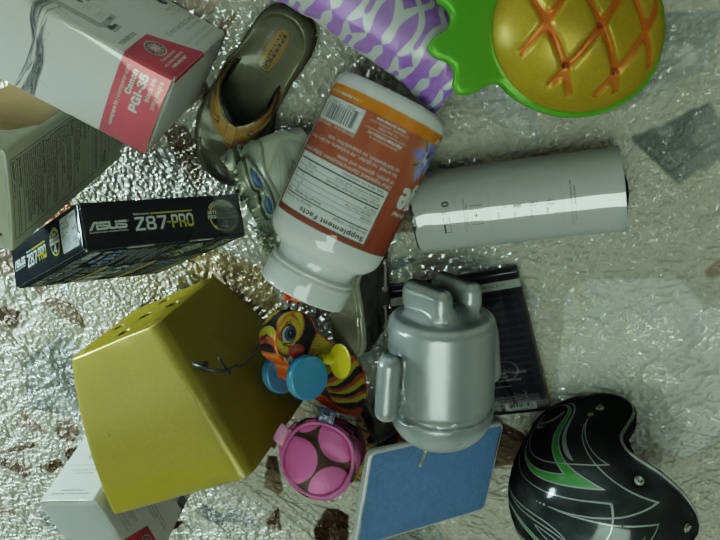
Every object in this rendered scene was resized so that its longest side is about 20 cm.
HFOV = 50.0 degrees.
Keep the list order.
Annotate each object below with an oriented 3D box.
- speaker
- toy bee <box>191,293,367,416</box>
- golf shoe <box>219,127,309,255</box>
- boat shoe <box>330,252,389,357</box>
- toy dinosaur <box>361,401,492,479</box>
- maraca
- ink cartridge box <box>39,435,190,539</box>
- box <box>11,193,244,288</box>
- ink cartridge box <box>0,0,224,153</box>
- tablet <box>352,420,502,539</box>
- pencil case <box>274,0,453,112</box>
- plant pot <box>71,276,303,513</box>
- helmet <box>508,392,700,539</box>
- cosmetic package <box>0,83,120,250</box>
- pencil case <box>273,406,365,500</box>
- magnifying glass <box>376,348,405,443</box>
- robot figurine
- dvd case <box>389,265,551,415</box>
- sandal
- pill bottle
[{"bbox_3d":[0.152,-0.067,0.741,0.199,0.081,0.082,-6,122,15],"label":"speaker"},{"bbox_3d":[-0.062,0.082,0.819,0.130,0.109,0.200,11,167,32],"label":"toy bee"},{"bbox_3d":[-0.065,-0.058,0.796,0.097,0.078,0.200,-31,142,-12],"label":"golf shoe"},{"bbox_3d":[0.000,0.000,0.840,0.067,0.057,0.201,21,126,31],"label":"boat shoe"},{"bbox_3d":[0.076,0.235,0.960,0.199,0.077,0.103,23,131,-1],"label":"toy dinosaur"},{"bbox_3d":[0.154,-0.196,0.629,0.199,0.107,0.138,3,97,-7],"label":"maraca"},{"bbox_3d":[-0.288,0.261,0.975,0.082,0.200,0.147,-7,121,19],"label":"ink cartridge box"},{"bbox_3d":[-0.232,-0.026,0.761,0.200,0.161,0.049,-17,82,50],"label":"box"},{"bbox_3d":[-0.243,-0.208,0.686,0.199,0.147,0.083,28,123,-8],"label":"ink cartridge box"},{"bbox_3d":[0.082,0.250,0.916,0.199,0.014,0.131,-4,112,-32],"label":"tablet"},{"bbox_3d":[0.006,-0.219,0.667,0.200,0.084,0.086,32,135,-11],"label":"pencil case"},{"bbox_3d":[-0.202,0.126,0.879,0.199,0.200,0.177,-20,104,25],"label":"plant pot"},{"bbox_3d":[0.266,0.256,0.863,0.199,0.191,0.201,6,125,8],"label":"helmet"},{"bbox_3d":[-0.303,-0.118,0.726,0.071,0.200,0.106,16,124,4],"label":"cosmetic package"},{"bbox_3d":[-0.042,0.204,0.883,0.093,0.091,0.200,23,170,7],"label":"pencil case"},{"bbox_3d":[0.056,0.175,0.900,0.079,0.022,0.201,0,108,-5],"label":"magnifying glass"},{"bbox_3d":[0.086,0.105,0.814,0.169,0.113,0.201,-11,110,-30],"label":"robot figurine"},{"bbox_3d":[0.127,0.091,0.889,0.148,0.016,0.201,-10,121,18],"label":"dvd case"},{"bbox_3d":[-0.107,-0.163,0.744,0.082,0.055,0.200,33,123,-11],"label":"sandal"},{"bbox_3d":[-0.012,-0.069,0.712,0.112,0.112,0.201,25,99,-6],"label":"pill bottle"}]
